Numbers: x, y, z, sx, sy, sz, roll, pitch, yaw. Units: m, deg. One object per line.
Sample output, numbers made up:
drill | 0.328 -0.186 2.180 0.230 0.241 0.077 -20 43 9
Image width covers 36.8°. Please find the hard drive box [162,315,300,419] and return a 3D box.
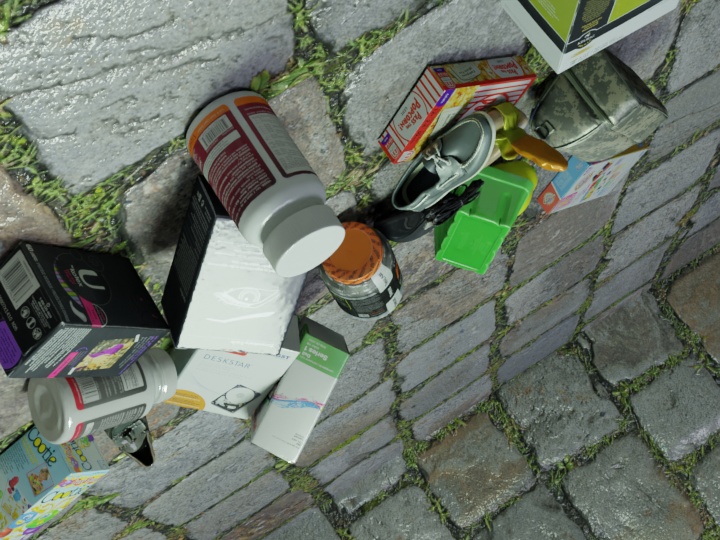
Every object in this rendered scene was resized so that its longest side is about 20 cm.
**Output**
hard drive box | -0.208 0.139 1.703 0.155 0.077 0.200 15 134 -24

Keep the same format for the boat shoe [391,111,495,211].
boat shoe | 0.114 -0.147 1.523 0.062 0.073 0.200 -19 162 -45

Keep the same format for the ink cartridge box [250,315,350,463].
ink cartridge box | -0.101 0.191 1.761 0.201 0.084 0.145 -63 -172 5

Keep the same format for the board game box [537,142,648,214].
board game box | 0.465 -0.194 2.159 0.199 0.040 0.153 -18 154 -39

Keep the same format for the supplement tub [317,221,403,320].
supplement tub | 0.000 0.000 1.742 0.122 0.123 0.200 -34 161 -2

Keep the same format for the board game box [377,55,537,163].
board game box | 0.138 -0.231 1.542 0.199 0.046 0.152 -17 154 -41

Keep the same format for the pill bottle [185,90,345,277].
pill bottle | -0.107 -0.098 1.228 0.109 0.200 0.110 -30 160 -12

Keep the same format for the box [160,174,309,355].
box | -0.154 -0.003 1.368 0.147 0.104 0.201 8 120 -28

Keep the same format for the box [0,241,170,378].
box | -0.347 0.052 1.305 0.106 0.123 0.200 -40 160 18

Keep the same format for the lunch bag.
lunch bag | 0.372 -0.252 1.730 0.168 0.140 0.200 -43 158 22

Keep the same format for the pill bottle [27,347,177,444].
pill bottle | -0.369 0.173 1.568 0.199 0.111 0.111 -14 152 -45

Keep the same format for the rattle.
rattle | 0.187 -0.135 1.579 0.200 0.143 0.130 -46 177 15

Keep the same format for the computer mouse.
computer mouse | 0.099 -0.080 1.698 0.138 0.053 0.200 -33 -169 -37

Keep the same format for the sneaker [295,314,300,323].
sneaker | -0.151 0.098 1.827 0.085 0.078 0.200 -58 157 -4

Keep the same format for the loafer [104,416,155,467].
loafer | -0.390 0.291 1.875 0.072 0.063 0.200 -31 160 -10

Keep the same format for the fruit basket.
fruit basket | 0.217 -0.121 1.845 0.216 0.155 0.217 -162 -90 -88

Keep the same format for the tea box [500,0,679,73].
tea box | 0.297 -0.382 1.320 0.199 0.134 0.197 -30 161 -13

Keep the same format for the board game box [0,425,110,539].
board game box | -0.515 0.333 1.711 0.200 0.105 0.103 -39 161 15
